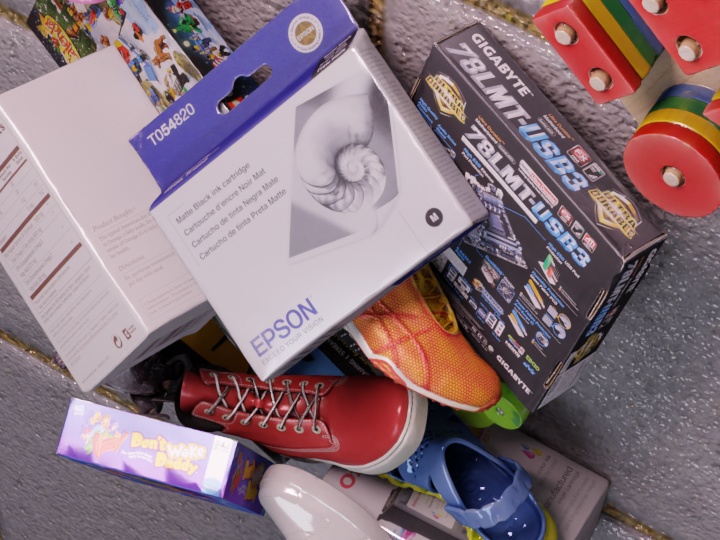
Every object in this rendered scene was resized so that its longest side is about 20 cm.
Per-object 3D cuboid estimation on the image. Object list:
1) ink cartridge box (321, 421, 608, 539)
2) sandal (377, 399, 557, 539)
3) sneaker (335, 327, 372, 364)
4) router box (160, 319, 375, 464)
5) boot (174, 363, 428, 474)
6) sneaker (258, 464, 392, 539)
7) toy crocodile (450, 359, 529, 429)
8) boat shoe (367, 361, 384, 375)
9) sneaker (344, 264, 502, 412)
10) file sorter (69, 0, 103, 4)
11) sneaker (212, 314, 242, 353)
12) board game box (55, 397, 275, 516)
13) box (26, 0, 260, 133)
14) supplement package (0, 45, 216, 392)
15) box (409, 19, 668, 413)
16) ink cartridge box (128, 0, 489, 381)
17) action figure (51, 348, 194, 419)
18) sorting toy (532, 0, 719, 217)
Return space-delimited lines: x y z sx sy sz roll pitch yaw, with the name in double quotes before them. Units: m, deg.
"ink cartridge box" 0.078 0.192 1.769 0.199 0.148 0.086 29 147 13
"sandal" 0.070 0.146 1.693 0.199 0.080 0.087 35 162 21
"sneaker" -0.004 -0.021 1.617 0.074 0.080 0.201 -19 103 54
"router box" -0.085 0.042 1.777 0.200 0.051 0.149 43 122 -6
"boot" -0.053 0.104 1.652 0.143 0.073 0.199 19 163 -33
"sneaker" -0.023 0.251 1.698 0.200 0.116 0.074 43 150 -4
"toy crocodile" 0.122 0.060 1.631 0.062 0.068 0.200 37 149 3
"boat shoe" 0.000 0.000 1.686 0.059 0.072 0.201 -31 99 14
"sneaker" 0.026 0.019 1.525 0.200 0.073 0.077 44 114 4
"file sorter" -0.204 -0.297 1.450 0.138 0.126 0.201 21 145 26
"sneaker" -0.110 -0.029 1.687 0.200 0.086 0.078 52 176 5
"board game box" -0.148 0.149 1.734 0.133 0.045 0.200 14 172 8
"box" -0.156 -0.151 1.603 0.201 0.038 0.137 52 142 11
"supplement package" -0.188 -0.037 1.584 0.201 0.116 0.117 57 141 5
"box" 0.097 -0.033 1.489 0.200 0.049 0.199 49 146 18
"ink cartridge box" -0.045 -0.061 1.489 0.199 0.041 0.201 -38 83 23
"action figure" -0.193 0.052 1.745 0.129 0.070 0.201 2 133 22
"sorting toy" 0.209 -0.119 1.310 0.199 0.070 0.199 50 147 -18
